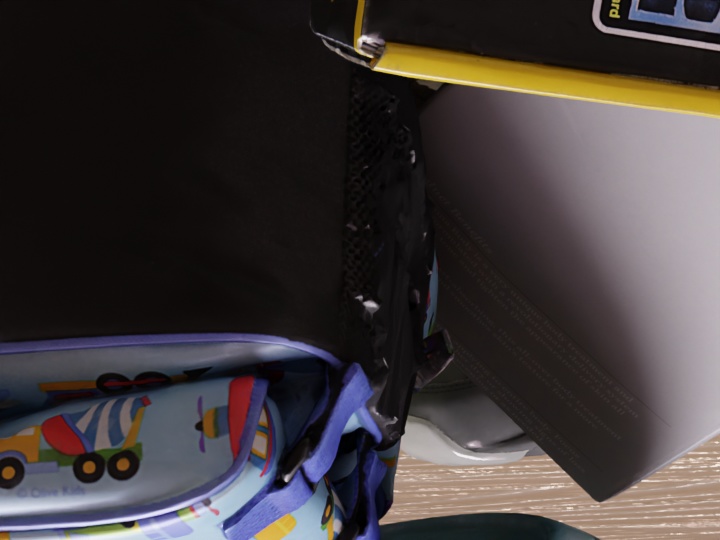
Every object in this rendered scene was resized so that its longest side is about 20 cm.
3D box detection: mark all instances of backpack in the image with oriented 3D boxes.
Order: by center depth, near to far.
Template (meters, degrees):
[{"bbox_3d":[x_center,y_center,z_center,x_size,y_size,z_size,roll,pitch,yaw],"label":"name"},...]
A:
[{"bbox_3d":[-0.070,0.020,0.631,0.182,0.135,0.200,-2,160,6],"label":"backpack"}]

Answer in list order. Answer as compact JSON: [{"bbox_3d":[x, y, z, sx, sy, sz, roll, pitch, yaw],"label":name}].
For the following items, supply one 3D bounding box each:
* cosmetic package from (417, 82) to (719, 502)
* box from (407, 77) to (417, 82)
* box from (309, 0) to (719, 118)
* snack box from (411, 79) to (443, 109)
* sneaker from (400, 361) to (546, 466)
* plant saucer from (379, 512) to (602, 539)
[{"bbox_3d":[0.079,-0.031,0.651,0.107,0.090,0.200,46,150,-2],"label":"cosmetic package"},{"bbox_3d":[-0.089,-0.100,0.704,0.200,0.105,0.184,8,174,-15],"label":"box"},{"bbox_3d":[0.085,-0.123,0.480,0.160,0.200,0.049,8,-173,-12],"label":"box"},{"bbox_3d":[0.000,0.000,0.838,0.037,0.116,0.200,13,-153,7],"label":"snack box"},{"bbox_3d":[0.072,-0.016,0.855,0.075,0.200,0.079,4,124,46],"label":"sneaker"},{"bbox_3d":[-0.027,0.092,0.673,0.200,0.027,0.200,-15,-175,1],"label":"plant saucer"}]
